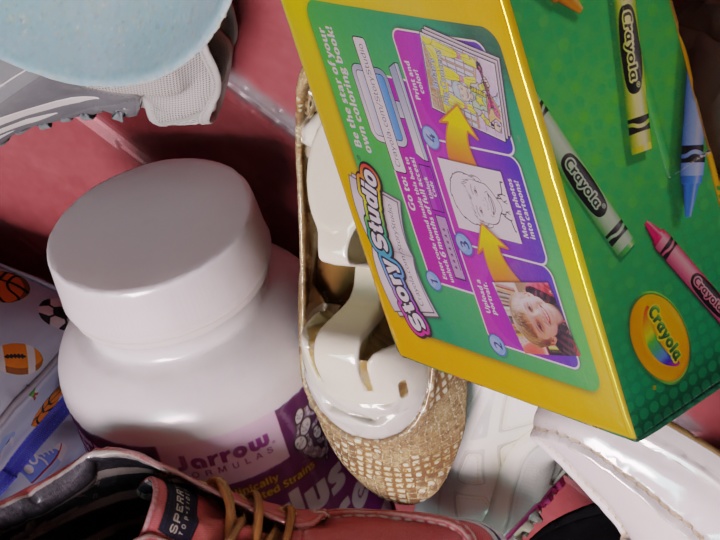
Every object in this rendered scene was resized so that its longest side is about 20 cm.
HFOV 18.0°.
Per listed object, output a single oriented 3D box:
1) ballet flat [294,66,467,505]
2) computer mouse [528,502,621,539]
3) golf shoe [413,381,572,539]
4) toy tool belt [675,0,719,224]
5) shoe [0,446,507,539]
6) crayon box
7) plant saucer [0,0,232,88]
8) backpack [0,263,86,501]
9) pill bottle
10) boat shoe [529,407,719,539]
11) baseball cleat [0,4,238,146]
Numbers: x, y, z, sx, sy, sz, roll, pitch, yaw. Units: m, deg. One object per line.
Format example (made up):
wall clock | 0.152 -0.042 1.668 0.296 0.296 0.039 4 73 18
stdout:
ballet flat | 0.000 0.000 0.817 0.070 0.065 0.200 5 110 24
computer mouse | 0.144 0.091 0.853 0.200 0.046 0.141 -12 124 17
golf shoe | 0.055 0.050 0.890 0.092 0.075 0.200 41 133 5
toy tool belt | 0.140 -0.012 0.759 0.123 0.125 0.200 29 147 52
shoe | -0.046 0.111 0.844 0.200 0.072 0.091 -12 133 12
crayon box | 0.039 -0.057 0.682 0.119 0.058 0.200 18 133 53
plant saucer | -0.107 -0.151 0.706 0.201 0.039 0.201 25 139 24
backpack | -0.204 0.076 0.972 0.190 0.200 0.154 16 132 24
pill bottle | -0.056 0.058 0.918 0.112 0.112 0.200 4 133 26
boat shoe | 0.128 0.115 0.795 0.200 0.069 0.071 40 172 -14
baseball cleat | -0.112 -0.069 0.861 0.106 0.070 0.200 25 152 -20
